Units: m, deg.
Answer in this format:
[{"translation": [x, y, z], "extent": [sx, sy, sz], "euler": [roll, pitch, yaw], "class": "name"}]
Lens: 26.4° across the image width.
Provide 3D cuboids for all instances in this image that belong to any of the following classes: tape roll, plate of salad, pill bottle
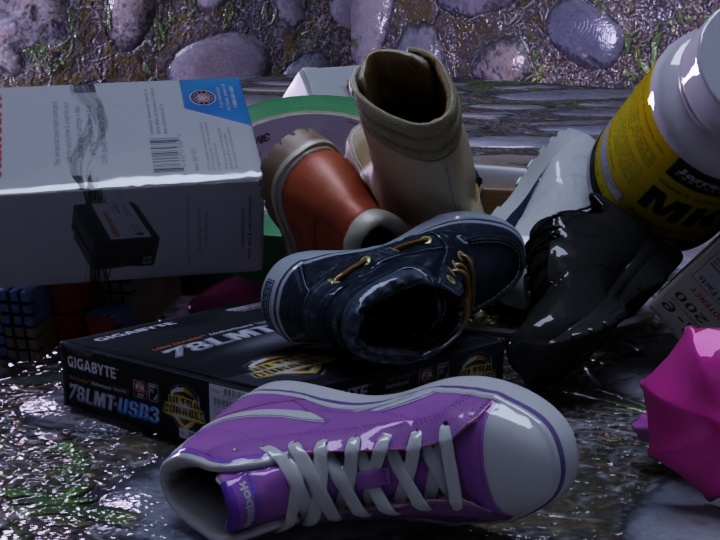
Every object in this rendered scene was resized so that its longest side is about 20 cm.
[{"translation": [-0.043, -0.067, 1.201], "extent": [0.200, 0.048, 0.201], "euler": [-3, 37, 2], "class": "tape roll"}, {"translation": [0.128, 0.015, 1.178], "extent": [0.200, 0.048, 0.200], "euler": [0, 11, 0], "class": "plate of salad"}, {"translation": [0.236, -0.096, 1.045], "extent": [0.114, 0.114, 0.200], "euler": [-2, -19, -11], "class": "pill bottle"}]

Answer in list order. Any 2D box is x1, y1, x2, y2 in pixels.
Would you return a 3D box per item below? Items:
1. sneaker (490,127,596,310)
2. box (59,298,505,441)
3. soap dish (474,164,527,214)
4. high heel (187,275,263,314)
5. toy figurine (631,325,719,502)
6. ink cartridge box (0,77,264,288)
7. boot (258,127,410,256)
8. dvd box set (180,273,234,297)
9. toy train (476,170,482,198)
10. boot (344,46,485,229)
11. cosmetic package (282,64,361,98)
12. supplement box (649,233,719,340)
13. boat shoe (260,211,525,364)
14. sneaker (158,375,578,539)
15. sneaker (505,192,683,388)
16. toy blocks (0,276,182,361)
[{"translation": [0.150, -0.034, 1.147], "extent": [0.080, 0.076, 0.200], "euler": [19, 44, 17], "class": "sneaker"}, {"translation": [-0.048, 0.062, 0.953], "extent": [0.198, 0.050, 0.200], "euler": [12, 16, 43], "class": "box"}, {"translation": [0.075, -0.046, 1.328], "extent": [0.200, 0.081, 0.157], "euler": [4, -2, 20], "class": "soap dish"}, {"translation": [-0.053, -0.013, 1.195], "extent": [0.200, 0.096, 0.067], "euler": [-9, 15, -38], "class": "high heel"}, {"translation": [0.218, 0.058, 0.829], "extent": [0.184, 0.150, 0.200], "euler": [-19, -2, -32], "class": "toy figurine"}, {"translation": [-0.176, -0.065, 1.086], "extent": [0.200, 0.084, 0.145], "euler": [-4, 37, -10], "class": "ink cartridge box"}, {"translation": [0.000, 0.000, 1.058], "extent": [0.075, 0.200, 0.107], "euler": [-42, 56, -12], "class": "boot"}, {"translation": [-0.171, -0.005, 1.273], "extent": [0.200, 0.029, 0.146], "euler": [9, 5, 40], "class": "dvd box set"}, {"translation": [0.069, -0.021, 1.158], "extent": [0.034, 0.046, 0.200], "euler": [-4, 29, 14], "class": "toy train"}, {"translation": [0.027, -0.092, 1.055], "extent": [0.073, 0.156, 0.200], "euler": [-25, 39, -6], "class": "boot"}, {"translation": [-0.034, -0.105, 1.433], "extent": [0.113, 0.081, 0.200], "euler": [-9, -23, -33], "class": "cosmetic package"}, {"translation": [0.298, -0.027, 1.028], "extent": [0.074, 0.200, 0.126], "euler": [48, 24, 7], "class": "supplement box"}, {"translation": [0.045, 0.015, 0.922], "extent": [0.200, 0.071, 0.091], "euler": [-14, 21, -37], "class": "boat shoe"}, {"translation": [-0.004, 0.101, 0.725], "extent": [0.200, 0.073, 0.114], "euler": [-5, 11, 33], "class": "sneaker"}, {"translation": [0.137, 0.010, 1.018], "extent": [0.091, 0.076, 0.200], "euler": [46, 35, 7], "class": "sneaker"}, {"translation": [-0.228, 0.016, 1.108], "extent": [0.200, 0.100, 0.137], "euler": [4, 24, 19], "class": "toy blocks"}]
